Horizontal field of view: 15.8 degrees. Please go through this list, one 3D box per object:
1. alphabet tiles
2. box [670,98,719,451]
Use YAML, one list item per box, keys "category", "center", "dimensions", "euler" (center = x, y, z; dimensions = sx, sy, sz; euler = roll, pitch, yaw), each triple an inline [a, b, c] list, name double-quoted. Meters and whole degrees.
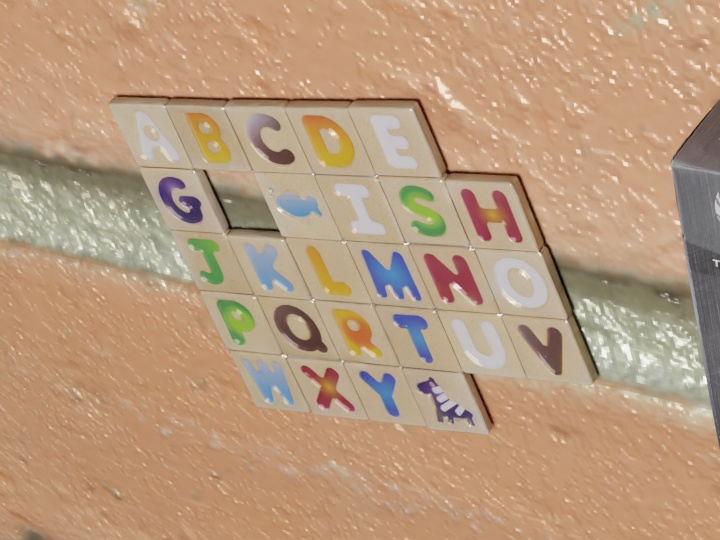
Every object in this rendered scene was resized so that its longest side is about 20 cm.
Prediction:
- category: "alphabet tiles"
  center: [0.000, 0.000, 1.067]
  dimensions: [0.200, 0.008, 0.168]
  euler: [4, 130, 40]
- category: "box"
  center: [0.211, 0.030, 0.870]
  dimensions: [0.199, 0.048, 0.159]
  euler: [14, 136, 32]
